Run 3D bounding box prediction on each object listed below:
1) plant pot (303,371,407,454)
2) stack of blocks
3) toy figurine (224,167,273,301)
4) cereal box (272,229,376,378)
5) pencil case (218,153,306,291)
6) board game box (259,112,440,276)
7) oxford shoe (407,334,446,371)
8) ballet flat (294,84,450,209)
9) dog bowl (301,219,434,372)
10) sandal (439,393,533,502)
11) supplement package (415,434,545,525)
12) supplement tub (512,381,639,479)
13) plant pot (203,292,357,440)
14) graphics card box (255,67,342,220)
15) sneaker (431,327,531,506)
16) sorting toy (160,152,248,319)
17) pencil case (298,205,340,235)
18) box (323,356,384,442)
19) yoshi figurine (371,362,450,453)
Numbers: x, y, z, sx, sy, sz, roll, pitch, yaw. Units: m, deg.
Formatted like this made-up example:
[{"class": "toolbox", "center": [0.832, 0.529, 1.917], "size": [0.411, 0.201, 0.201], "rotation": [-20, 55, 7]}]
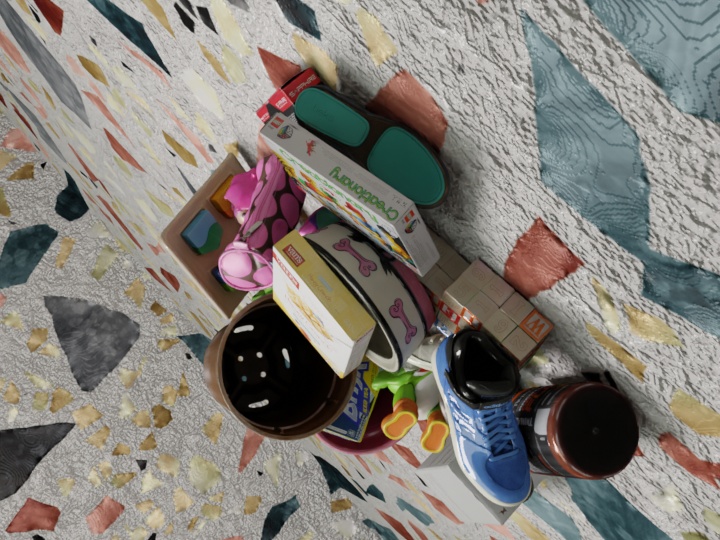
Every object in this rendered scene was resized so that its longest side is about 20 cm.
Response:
[{"class": "plant pot", "center": [-0.014, 0.178, 1.497], "size": [0.200, 0.200, 0.179], "rotation": [54, 176, -19]}, {"class": "stack of blocks", "center": [0.121, 0.036, 1.060], "size": [0.200, 0.059, 0.115], "rotation": [43, 162, 15]}, {"class": "toy figurine", "center": [-0.137, -0.062, 1.350], "size": [0.200, 0.150, 0.184], "rotation": [-18, 101, 53]}, {"class": "cereal box", "center": [-0.049, 0.046, 1.084], "size": [0.144, 0.040, 0.200], "rotation": [49, 165, 12]}, {"class": "pencil case", "center": [-0.122, -0.071, 1.189], "size": [0.091, 0.200, 0.094], "rotation": [-3, 137, 17]}, {"class": "board game box", "center": [-0.010, -0.081, 0.964], "size": [0.200, 0.035, 0.126], "rotation": [37, 171, 28]}, {"class": "oxford shoe", "center": [0.121, 0.105, 1.170], "size": [0.200, 0.075, 0.058], "rotation": [15, 104, 40]}, {"class": "ballet flat", "center": [0.018, -0.131, 0.957], "size": [0.200, 0.073, 0.073], "rotation": [36, 160, 16]}, {"class": "dog bowl", "center": [0.008, 0.023, 1.082], "size": [0.200, 0.074, 0.200], "rotation": [48, 165, 18]}, {"class": "sandal", "center": [0.173, 0.218, 1.165], "size": [0.055, 0.082, 0.200], "rotation": [-22, 104, 37]}, {"class": "supplement package", "center": [0.184, 0.308, 1.394], "size": [0.117, 0.117, 0.200], "rotation": [48, 163, 2]}, {"class": "supplement tub", "center": [0.227, 0.186, 1.051], "size": [0.107, 0.107, 0.200], "rotation": [49, 162, -3]}, {"class": "plant pot", "center": [-0.134, 0.137, 1.308], "size": [0.200, 0.200, 0.198], "rotation": [51, 159, -11]}, {"class": "graphics card box", "center": [-0.033, -0.135, 1.074], "size": [0.200, 0.051, 0.125], "rotation": [52, 162, -9]}, {"class": "sneaker", "center": [0.141, 0.159, 0.988], "size": [0.111, 0.077, 0.200], "rotation": [116, 137, -71]}, {"class": "sorting toy", "center": [-0.199, -0.053, 1.402], "size": [0.036, 0.200, 0.185], "rotation": [3, 140, 40]}, {"class": "pencil case", "center": [0.000, 0.000, 1.233], "size": [0.200, 0.088, 0.088], "rotation": [47, 162, 7]}, {"class": "box", "center": [-0.003, 0.150, 1.349], "size": [0.070, 0.200, 0.064], "rotation": [22, 167, -10]}, {"class": "yoshi figurine", "center": [0.075, 0.173, 1.267], "size": [0.200, 0.112, 0.113], "rotation": [-81, -27, -59]}]
